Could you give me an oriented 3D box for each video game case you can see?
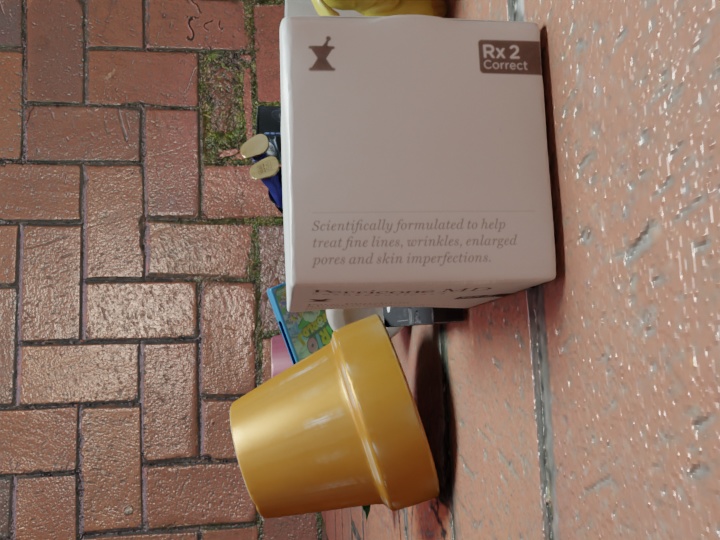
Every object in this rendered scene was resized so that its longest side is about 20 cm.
[{"bbox_3d":[-0.058,0.102,1.092,0.018,0.142,0.202,-16,95,51],"label":"video game case"}]

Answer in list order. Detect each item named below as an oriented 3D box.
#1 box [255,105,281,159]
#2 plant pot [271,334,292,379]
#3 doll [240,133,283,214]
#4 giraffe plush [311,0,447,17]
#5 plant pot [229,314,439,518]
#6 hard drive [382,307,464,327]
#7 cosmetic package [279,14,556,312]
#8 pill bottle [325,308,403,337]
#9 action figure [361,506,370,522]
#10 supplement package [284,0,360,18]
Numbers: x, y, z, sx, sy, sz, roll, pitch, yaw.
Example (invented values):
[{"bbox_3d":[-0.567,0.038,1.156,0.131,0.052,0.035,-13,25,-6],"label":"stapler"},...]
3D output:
[{"bbox_3d":[-0.084,-0.243,1.192,0.161,0.197,0.044,-101,13,-58],"label":"box"},{"bbox_3d":[-0.072,0.182,1.235,0.200,0.176,0.203,178,90,-84],"label":"plant pot"},{"bbox_3d":[-0.110,-0.113,0.999,0.138,0.048,0.200,65,-175,24],"label":"doll"},{"bbox_3d":[0.019,-0.314,0.595,0.173,0.199,0.163,52,130,22],"label":"giraffe plush"},{"bbox_3d":[-0.034,0.172,0.725,0.200,0.181,0.203,162,90,-86],"label":"plant pot"},{"bbox_3d":[0.054,-0.047,0.670,0.140,0.037,0.203,158,108,-72],"label":"hard drive"},{"bbox_3d":[0.024,-0.060,0.493,0.200,0.162,0.168,128,140,-81],"label":"cosmetic package"},{"bbox_3d":[0.000,0.000,0.914,0.201,0.108,0.111,-102,13,-58],"label":"pill bottle"},{"bbox_3d":[0.016,0.270,1.051,0.201,0.054,0.120,-90,1,-65],"label":"action figure"},{"bbox_3d":[-0.039,-0.279,1.007,0.151,0.150,0.202,100,168,-52],"label":"supplement package"}]
